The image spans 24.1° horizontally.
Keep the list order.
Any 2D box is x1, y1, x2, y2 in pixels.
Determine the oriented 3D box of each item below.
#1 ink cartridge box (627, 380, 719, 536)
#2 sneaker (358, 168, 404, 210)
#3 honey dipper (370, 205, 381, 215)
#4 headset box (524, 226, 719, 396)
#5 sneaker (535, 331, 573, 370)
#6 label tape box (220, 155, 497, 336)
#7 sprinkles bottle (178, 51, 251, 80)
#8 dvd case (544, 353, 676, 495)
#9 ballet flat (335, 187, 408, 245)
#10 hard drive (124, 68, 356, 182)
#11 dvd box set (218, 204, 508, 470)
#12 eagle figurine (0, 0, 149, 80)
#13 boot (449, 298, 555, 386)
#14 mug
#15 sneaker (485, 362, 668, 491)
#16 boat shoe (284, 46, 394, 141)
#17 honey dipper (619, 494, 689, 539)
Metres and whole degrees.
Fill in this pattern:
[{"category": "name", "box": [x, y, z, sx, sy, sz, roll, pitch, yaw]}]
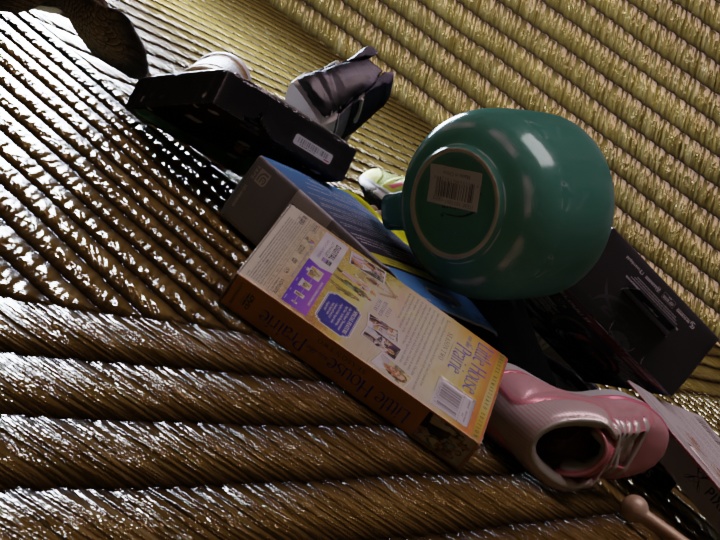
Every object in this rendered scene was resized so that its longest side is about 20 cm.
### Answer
[{"category": "ink cartridge box", "box": [0.310, 0.194, 1.464, 0.176, 0.045, 0.200, 25, 23, -53]}, {"category": "sneaker", "box": [0.082, -0.064, 1.678, 0.200, 0.090, 0.078, 29, -19, 39]}, {"category": "honey dipper", "box": [0.079, 0.002, 1.603, 0.200, 0.038, 0.038, 33, 8, 23]}, {"category": "headset box", "box": [0.224, 0.036, 1.548, 0.149, 0.075, 0.200, 45, -11, -12]}, {"category": "sneaker", "box": [0.154, 0.048, 1.711, 0.200, 0.076, 0.092, 43, 36, -6]}, {"category": "label tape box", "box": [0.000, 0.000, 1.366, 0.200, 0.066, 0.143, 44, 13, 30]}, {"category": "sprinkles bottle", "box": [-0.151, -0.181, 1.708, 0.068, 0.068, 0.200, 35, 10, -5]}, {"category": "dvd case", "box": [0.198, 0.124, 1.573, 0.150, 0.025, 0.200, 32, 11, -24]}, {"category": "ballet flat", "box": [0.032, -0.003, 1.536, 0.200, 0.067, 0.067, 34, 30, 9]}, {"category": "hard drive", "box": [-0.107, -0.125, 1.467, 0.140, 0.038, 0.200, 30, -12, -26]}, {"category": "dvd box set", "box": [0.007, 0.042, 1.182, 0.200, 0.029, 0.146, 35, 25, -3]}, {"category": "eagle figurine", "box": [-0.272, -0.259, 1.548, 0.151, 0.151, 0.200, 77, 4, -47]}, {"category": "boot", "box": [0.140, 0.005, 1.437, 0.198, 0.162, 0.073, 51, 25, 12]}, {"category": "mug", "box": [0.097, -0.043, 1.344, 0.114, 0.185, 0.152, -2, 56, -51]}, {"category": "sneaker", "box": [0.178, 0.134, 1.287, 0.200, 0.075, 0.105, 20, 12, -34]}, {"category": "boat shoe", "box": [-0.029, -0.131, 1.552, 0.075, 0.093, 0.200, 57, -24, 9]}, {"category": "honey dipper", "box": [0.285, 0.235, 1.297, 0.200, 0.038, 0.038, 37, 9, 18]}]
